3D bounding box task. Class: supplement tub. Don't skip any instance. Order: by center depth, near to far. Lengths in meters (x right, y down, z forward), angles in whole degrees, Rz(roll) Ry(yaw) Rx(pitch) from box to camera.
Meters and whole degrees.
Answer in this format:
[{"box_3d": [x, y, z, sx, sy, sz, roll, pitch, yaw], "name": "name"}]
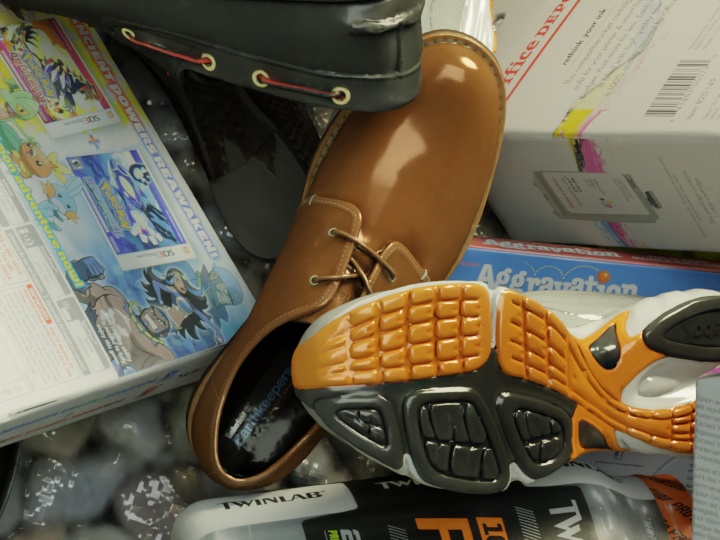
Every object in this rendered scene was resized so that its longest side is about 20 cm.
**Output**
[{"box_3d": [0.032, 0.138, 0.965, 0.200, 0.123, 0.123, -7, 75, -11], "name": "supplement tub"}]

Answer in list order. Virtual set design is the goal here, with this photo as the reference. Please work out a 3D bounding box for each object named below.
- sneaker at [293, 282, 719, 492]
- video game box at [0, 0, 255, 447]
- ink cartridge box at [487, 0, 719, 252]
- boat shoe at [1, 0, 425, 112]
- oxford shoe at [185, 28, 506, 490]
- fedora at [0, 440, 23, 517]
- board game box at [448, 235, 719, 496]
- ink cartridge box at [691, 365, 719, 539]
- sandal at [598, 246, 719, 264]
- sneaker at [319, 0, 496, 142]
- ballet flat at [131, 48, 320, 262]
[{"box_3d": [0.053, 0.041, 0.934, 0.200, 0.092, 0.076, 3, 91, -33], "name": "sneaker"}, {"box_3d": [-0.146, -0.034, 0.973, 0.182, 0.047, 0.200, -17, 74, -54], "name": "video game box"}, {"box_3d": [0.120, -0.071, 1.027, 0.117, 0.200, 0.068, -53, 126, -27], "name": "ink cartridge box"}, {"box_3d": [-0.066, -0.101, 0.957, 0.201, 0.063, 0.074, 11, 29, 30], "name": "boat shoe"}, {"box_3d": [0.000, 0.000, 0.951, 0.071, 0.071, 0.200, 28, 92, -5], "name": "oxford shoe"}, {"box_3d": [-0.224, 0.059, 0.957, 0.200, 0.092, 0.201, 2, 77, -7], "name": "fedora"}, {"box_3d": [0.125, 0.044, 1.034, 0.200, 0.019, 0.103, 6, 107, -8], "name": "board game box"}, {"box_3d": [0.189, 0.059, 0.952, 0.196, 0.043, 0.200, -22, 117, -50], "name": "ink cartridge box"}, {"box_3d": [0.200, -0.023, 1.072, 0.200, 0.080, 0.087, -2, 41, -4], "name": "sandal"}, {"box_3d": [0.013, -0.120, 1.014, 0.092, 0.076, 0.200, 30, 75, -24], "name": "sneaker"}, {"box_3d": [-0.057, -0.092, 1.060, 0.067, 0.046, 0.200, -32, 73, 24], "name": "ballet flat"}]
